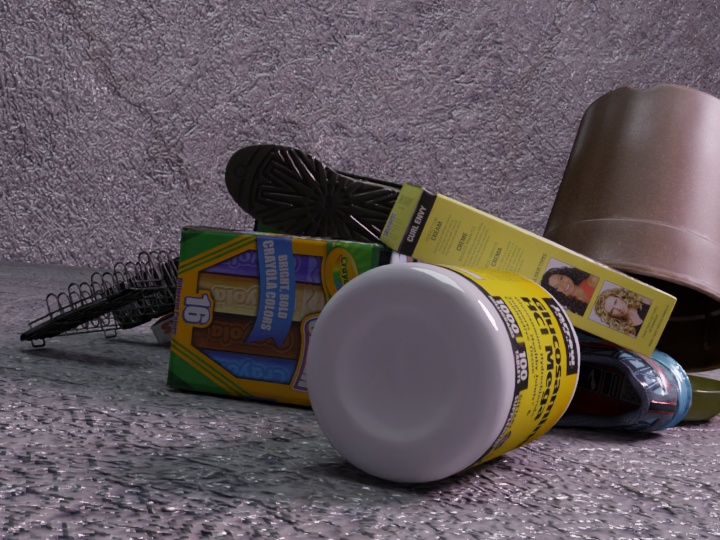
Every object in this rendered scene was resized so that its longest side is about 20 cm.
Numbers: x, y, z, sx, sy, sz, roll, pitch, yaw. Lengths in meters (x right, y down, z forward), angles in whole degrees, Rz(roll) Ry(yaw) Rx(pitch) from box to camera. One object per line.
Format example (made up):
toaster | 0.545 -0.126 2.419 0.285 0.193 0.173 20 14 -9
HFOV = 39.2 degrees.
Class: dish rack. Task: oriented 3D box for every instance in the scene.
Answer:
dish rack | -0.221 0.022 0.954 0.153 0.055 0.200 -24 -7 21

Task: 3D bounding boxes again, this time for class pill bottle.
pill bottle | 0.062 0.054 0.588 0.112 0.113 0.200 6 2 26

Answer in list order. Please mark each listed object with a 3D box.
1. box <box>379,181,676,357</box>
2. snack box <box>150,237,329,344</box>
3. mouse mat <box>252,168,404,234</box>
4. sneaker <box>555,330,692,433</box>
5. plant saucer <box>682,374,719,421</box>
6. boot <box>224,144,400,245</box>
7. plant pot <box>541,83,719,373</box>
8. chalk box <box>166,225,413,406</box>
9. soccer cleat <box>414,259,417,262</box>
box | 0.117 -0.002 0.721 0.200 0.050 0.075 22 4 -11
snack box | -0.120 0.017 1.054 0.200 0.024 0.072 -26 8 12
mouse mat | -0.035 -0.037 1.081 0.161 0.008 0.200 12 -39 -6
sneaker | 0.144 0.076 0.774 0.200 0.079 0.095 6 3 32
plant saucer | 0.231 0.105 0.894 0.200 0.031 0.200 5 1 0
boot | -0.043 -0.065 0.913 0.182 0.073 0.200 21 6 -15
plant pot | 0.248 -0.041 0.882 0.200 0.199 0.200 13 -24 6
chalk box | -0.029 0.038 0.780 0.200 0.124 0.125 7 1 16
soccer cleat | 0.000 0.000 0.970 0.081 0.068 0.200 -5 2 20
